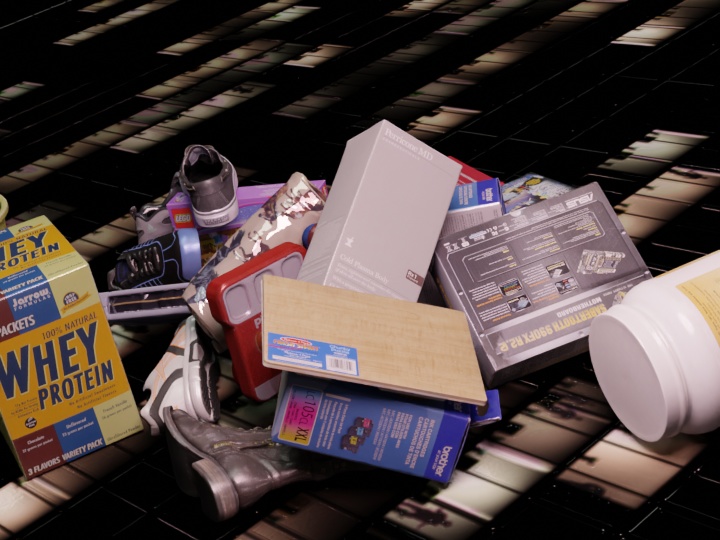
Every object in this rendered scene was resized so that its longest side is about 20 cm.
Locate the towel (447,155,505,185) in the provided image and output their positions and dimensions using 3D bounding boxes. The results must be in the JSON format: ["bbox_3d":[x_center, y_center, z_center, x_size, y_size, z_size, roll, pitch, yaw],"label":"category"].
[{"bbox_3d":[0.077,-0.090,1.836,0.200,0.023,0.145,-25,29,-18],"label":"towel"}]

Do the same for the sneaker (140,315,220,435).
[{"bbox_3d":[-0.197,0.110,1.501,0.080,0.074,0.200,-22,20,5],"label":"sneaker"}]

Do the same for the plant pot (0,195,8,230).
[{"bbox_3d":[-0.496,0.030,1.689,0.200,0.185,0.201,-12,24,5],"label":"plant pot"}]

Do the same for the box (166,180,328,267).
[{"bbox_3d":[-0.123,-0.033,1.683,0.199,0.137,0.039,-3,27,21],"label":"box"}]

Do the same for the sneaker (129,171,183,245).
[{"bbox_3d":[-0.203,-0.063,1.782,0.199,0.140,0.078,-8,25,13],"label":"sneaker"}]

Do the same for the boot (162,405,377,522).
[{"bbox_3d":[-0.088,0.168,1.346,0.174,0.069,0.200,-18,29,-21],"label":"boot"}]

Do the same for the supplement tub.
[{"bbox_3d":[0.320,0.060,1.249,0.199,0.145,0.144,-21,26,-16],"label":"supplement tub"}]

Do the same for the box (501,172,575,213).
[{"bbox_3d":[0.171,-0.054,1.688,0.200,0.040,0.137,-25,28,-23],"label":"box"}]

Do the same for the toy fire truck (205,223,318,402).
[{"bbox_3d":[-0.056,0.046,1.445,0.200,0.168,0.112,-29,29,-30],"label":"toy fire truck"}]

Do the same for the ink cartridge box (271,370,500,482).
[{"bbox_3d":[0.027,0.116,1.290,0.199,0.077,0.137,16,26,-6],"label":"ink cartridge box"}]

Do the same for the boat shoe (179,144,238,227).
[{"bbox_3d":[-0.185,-0.116,1.646,0.070,0.066,0.200,-15,26,-1],"label":"boat shoe"}]

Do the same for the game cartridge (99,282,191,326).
[{"bbox_3d":[-0.207,0.039,1.622,0.199,0.041,0.133,-6,-10,23],"label":"game cartridge"}]

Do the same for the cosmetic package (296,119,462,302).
[{"bbox_3d":[0.016,-0.037,1.407,0.090,0.107,0.201,-19,48,61],"label":"cosmetic package"}]

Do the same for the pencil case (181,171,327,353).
[{"bbox_3d":[-0.105,-0.006,1.490,0.200,0.089,0.078,-47,37,-8],"label":"pencil case"}]

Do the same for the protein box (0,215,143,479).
[{"bbox_3d":[-0.348,0.076,1.495,0.135,0.201,0.198,-23,26,-18],"label":"protein box"}]

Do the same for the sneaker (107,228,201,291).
[{"bbox_3d":[-0.246,-0.002,1.662,0.078,0.070,0.200,-4,-13,-23],"label":"sneaker"}]

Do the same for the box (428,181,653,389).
[{"bbox_3d":[0.189,0.012,1.428,0.199,0.048,0.159,-21,66,-13],"label":"box"}]

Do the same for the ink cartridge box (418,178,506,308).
[{"bbox_3d":[0.100,-0.018,1.534,0.199,0.137,0.076,-9,27,9],"label":"ink cartridge box"}]

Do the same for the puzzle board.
[{"bbox_3d":[0.008,0.064,1.259,0.199,0.017,0.151,11,28,-10],"label":"puzzle board"}]
